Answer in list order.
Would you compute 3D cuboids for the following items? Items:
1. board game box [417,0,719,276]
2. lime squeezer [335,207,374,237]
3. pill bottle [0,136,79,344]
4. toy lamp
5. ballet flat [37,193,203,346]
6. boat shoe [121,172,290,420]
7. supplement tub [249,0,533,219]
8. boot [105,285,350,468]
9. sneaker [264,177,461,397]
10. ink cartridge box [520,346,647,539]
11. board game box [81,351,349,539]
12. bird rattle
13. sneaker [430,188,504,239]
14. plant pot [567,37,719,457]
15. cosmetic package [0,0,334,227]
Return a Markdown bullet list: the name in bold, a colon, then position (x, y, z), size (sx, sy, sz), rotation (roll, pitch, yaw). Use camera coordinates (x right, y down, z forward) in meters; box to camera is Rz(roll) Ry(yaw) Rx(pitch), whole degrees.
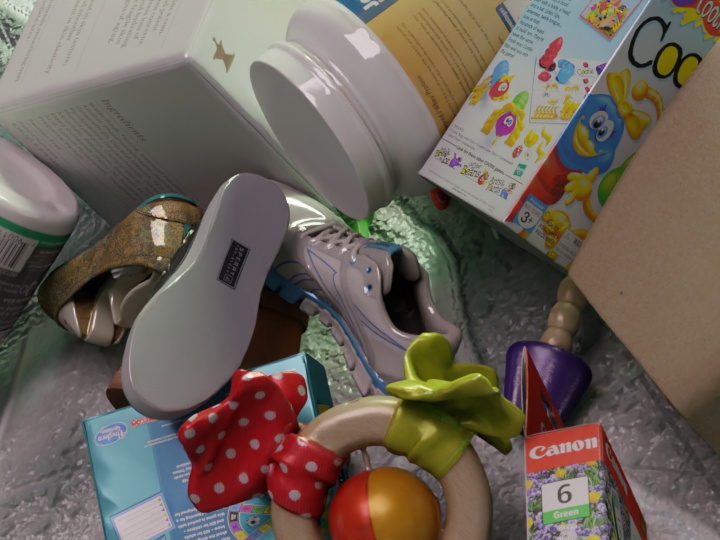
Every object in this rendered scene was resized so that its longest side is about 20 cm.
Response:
- **board game box**: position (0.147, -0.104, 1.539), size (0.201, 0.103, 0.105), rotation (-56, 36, 1)
- **lime squeezer**: position (-0.031, -0.035, 1.750), size (0.200, 0.038, 0.071), rotation (32, 103, 39)
- **pill bottle**: position (-0.286, 0.012, 1.725), size (0.200, 0.113, 0.113), rotation (-55, 44, 17)
- **toy lamp**: position (0.136, 0.011, 1.599), size (0.058, 0.058, 0.201), rotation (9, 65, 31)
- **ballet flat**: position (-0.164, 0.014, 1.696), size (0.200, 0.070, 0.071), rotation (-35, 31, 51)
- **boat shoe**: position (-0.098, 0.023, 1.569), size (0.057, 0.068, 0.201), rotation (-45, 14, 47)
- **supplement tub**: position (0.044, -0.139, 1.617), size (0.200, 0.145, 0.145), rotation (-37, 47, -15)
- **boot**: position (-0.058, 0.047, 1.664), size (0.199, 0.074, 0.155), rotation (18, 59, 33)
- **sneaker**: position (0.000, 0.000, 1.624), size (0.075, 0.087, 0.200), rotation (-25, 62, -39)
- **ink cartridge box**: position (0.132, 0.149, 1.462), size (0.050, 0.109, 0.201), rotation (-12, 49, 15)
- **board game box**: position (-0.076, 0.168, 1.538), size (0.150, 0.047, 0.201), rotation (-17, 72, 12)
- **bird rattle**: position (0.001, 0.123, 1.460), size (0.199, 0.113, 0.164), rotation (-15, 89, -1)
- **sneaker**: position (0.070, -0.093, 1.714), size (0.093, 0.071, 0.200), rotation (-34, 49, -12)
- **plant pot**: position (0.243, 0.014, 1.476), size (0.177, 0.200, 0.200), rotation (-41, 46, 6)
- **cosmetic package**: position (-0.113, -0.140, 1.745), size (0.199, 0.166, 0.168), rotation (-9, 48, 40)
